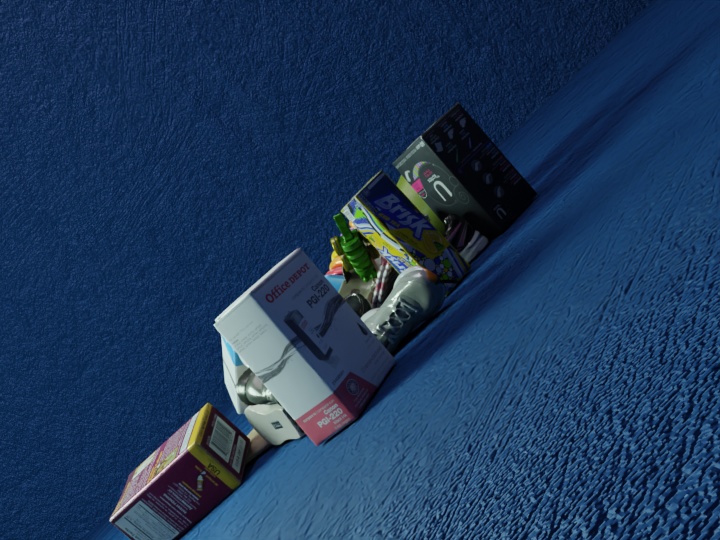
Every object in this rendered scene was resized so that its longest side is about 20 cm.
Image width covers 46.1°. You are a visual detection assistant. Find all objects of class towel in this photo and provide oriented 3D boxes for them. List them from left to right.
[{"bbox_3d":[0.061,0.016,1.410,0.147,0.030,0.202,-50,-23,-47],"label":"towel"}]

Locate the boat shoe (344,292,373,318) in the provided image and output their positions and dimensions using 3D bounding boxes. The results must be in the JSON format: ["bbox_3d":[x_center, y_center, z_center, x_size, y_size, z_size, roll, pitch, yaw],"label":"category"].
[{"bbox_3d":[-0.028,0.090,1.303,0.074,0.066,0.200,-19,33,27],"label":"boat shoe"}]

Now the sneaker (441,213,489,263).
[{"bbox_3d":[0.106,-0.010,1.354,0.200,0.086,0.080,-43,2,-11],"label":"sneaker"}]

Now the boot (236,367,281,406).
[{"bbox_3d":[-0.086,0.122,1.235,0.130,0.068,0.201,-10,38,49],"label":"boot"}]

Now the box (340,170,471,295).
[{"bbox_3d":[0.068,-0.048,1.269,0.070,0.200,0.064,-45,5,-28],"label":"box"}]

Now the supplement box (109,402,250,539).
[{"bbox_3d":[-0.282,0.331,1.339,0.200,0.103,0.131,-42,15,13],"label":"supplement box"}]

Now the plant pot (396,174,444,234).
[{"bbox_3d":[0.128,-0.099,1.568,0.194,0.200,0.200,-54,5,-11],"label":"plant pot"}]

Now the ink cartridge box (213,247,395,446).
[{"bbox_3d":[-0.066,0.091,1.064,0.085,0.200,0.146,-40,4,33],"label":"ink cartridge box"}]

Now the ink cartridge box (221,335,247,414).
[{"bbox_3d":[-0.174,0.156,1.550,0.144,0.084,0.201,-18,-38,-20],"label":"ink cartridge box"}]

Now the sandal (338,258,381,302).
[{"bbox_3d":[0.001,0.001,1.454,0.079,0.058,0.202,-3,42,19],"label":"sandal"}]

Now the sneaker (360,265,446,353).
[{"bbox_3d":[0.047,0.075,1.182,0.200,0.075,0.092,-51,3,45],"label":"sneaker"}]

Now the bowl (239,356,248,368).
[{"bbox_3d":[-0.098,0.150,1.391,0.198,0.091,0.202,-4,29,2],"label":"bowl"}]

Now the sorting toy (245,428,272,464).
[{"bbox_3d":[-0.140,0.255,1.456,0.185,0.036,0.200,-41,8,39],"label":"sorting toy"}]

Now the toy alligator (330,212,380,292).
[{"bbox_3d":[0.004,-0.010,1.333,0.059,0.201,0.055,-24,46,5],"label":"toy alligator"}]

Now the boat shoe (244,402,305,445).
[{"bbox_3d":[-0.101,0.206,1.275,0.093,0.075,0.199,-39,10,-28],"label":"boat shoe"}]

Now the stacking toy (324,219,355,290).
[{"bbox_3d":[-0.009,-0.038,1.587,0.116,0.108,0.202,95,-179,-64],"label":"stacking toy"}]

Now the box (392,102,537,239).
[{"bbox_3d":[0.170,-0.151,1.394,0.106,0.200,0.122,-43,3,-25],"label":"box"}]
